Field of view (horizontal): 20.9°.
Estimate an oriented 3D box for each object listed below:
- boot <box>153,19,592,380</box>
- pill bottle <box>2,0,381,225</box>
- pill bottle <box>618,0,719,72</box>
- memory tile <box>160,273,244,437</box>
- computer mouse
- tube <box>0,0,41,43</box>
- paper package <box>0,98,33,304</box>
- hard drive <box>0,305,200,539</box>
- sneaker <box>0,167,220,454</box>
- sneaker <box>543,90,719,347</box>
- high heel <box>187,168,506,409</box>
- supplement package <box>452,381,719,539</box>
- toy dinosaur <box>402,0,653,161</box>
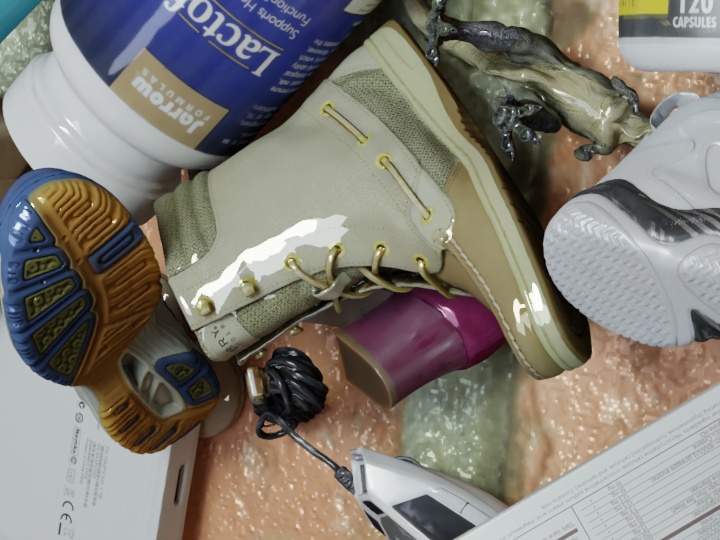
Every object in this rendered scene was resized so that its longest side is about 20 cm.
[{"bbox_3d":[0.000,0.000,0.852,0.154,0.072,0.201,-34,53,5],"label":"boot"},{"bbox_3d":[-0.073,-0.121,0.917,0.200,0.115,0.116,-45,71,23],"label":"pill bottle"},{"bbox_3d":[0.162,-0.180,0.786,0.111,0.112,0.202,5,97,31],"label":"pill bottle"},{"bbox_3d":[-0.157,0.042,1.059,0.200,0.017,0.153,50,117,18],"label":"memory tile"},{"bbox_3d":[0.028,0.107,0.919,0.200,0.110,0.044,39,75,12],"label":"computer mouse"},{"bbox_3d":[-0.163,-0.152,0.921,0.200,0.050,0.078,-39,63,30],"label":"tube"},{"bbox_3d":[-0.291,-0.057,1.020,0.199,0.190,0.104,26,112,37],"label":"paper package"},{"bbox_3d":[-0.176,0.085,1.049,0.199,0.026,0.133,17,103,30],"label":"hard drive"},{"bbox_3d":[-0.132,0.009,0.901,0.075,0.201,0.088,-33,57,-10],"label":"sneaker"},{"bbox_3d":[0.180,-0.011,0.757,0.199,0.115,0.075,21,144,24],"label":"sneaker"},{"bbox_3d":[-0.004,-0.012,0.954,0.200,0.096,0.068,44,156,35],"label":"high heel"},{"bbox_3d":[0.130,0.170,0.778,0.150,0.152,0.201,-30,81,1],"label":"supplement package"},{"bbox_3d":[0.071,-0.087,0.864,0.199,0.088,0.048,33,112,25],"label":"toy dinosaur"}]
